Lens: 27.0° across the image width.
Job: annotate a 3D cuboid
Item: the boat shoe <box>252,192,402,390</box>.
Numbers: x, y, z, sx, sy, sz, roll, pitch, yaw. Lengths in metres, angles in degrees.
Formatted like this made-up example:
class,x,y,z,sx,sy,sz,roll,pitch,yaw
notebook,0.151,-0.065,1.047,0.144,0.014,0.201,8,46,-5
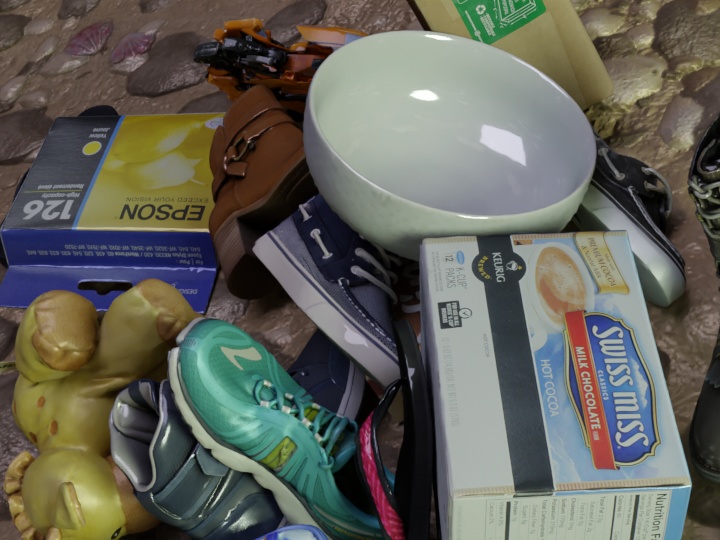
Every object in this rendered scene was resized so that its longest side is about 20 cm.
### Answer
class,x,y,z,sx,sy,sz,roll,pitch,yaw
boat shoe,0.000,0.000,1.020,0.093,0.075,0.200,-44,39,0

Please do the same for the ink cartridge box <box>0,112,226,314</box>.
class,x,y,z,sx,sy,sz,roll,pitch,yaw
ink cartridge box,-0.201,-0.054,1.280,0.195,0.047,0.201,1,46,15

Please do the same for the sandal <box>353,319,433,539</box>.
class,x,y,z,sx,sy,sz,roll,pitch,yaw
sandal,0.018,0.131,0.885,0.045,0.202,0.075,0,8,-2

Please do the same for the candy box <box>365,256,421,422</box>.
class,x,y,z,sx,sy,sz,roll,pitch,yaw
candy box,0.058,0.002,1.080,0.115,0.055,0.201,-22,42,15

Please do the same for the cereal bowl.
class,x,y,z,sx,sy,sz,roll,pitch,yaw
cereal bowl,0.053,-0.071,1.009,0.198,0.084,0.201,10,42,-9

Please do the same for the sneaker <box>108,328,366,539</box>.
class,x,y,z,sx,sy,sz,roll,pitch,yaw
sneaker,-0.082,0.089,1.006,0.077,0.146,0.203,-27,32,48

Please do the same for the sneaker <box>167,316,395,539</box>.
class,x,y,z,sx,sy,sz,roll,pitch,yaw
sneaker,-0.037,0.099,0.933,0.079,0.200,0.078,-15,38,48

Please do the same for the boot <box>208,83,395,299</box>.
class,x,y,z,sx,sy,sz,roll,pitch,yaw
boot,-0.053,-0.092,1.163,0.200,0.076,0.156,-51,36,33

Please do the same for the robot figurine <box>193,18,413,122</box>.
class,x,y,z,sx,sy,sz,roll,pitch,yaw
robot figurine,-0.037,-0.163,1.241,0.198,0.145,0.059,9,76,23

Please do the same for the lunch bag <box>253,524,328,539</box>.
class,x,y,z,sx,sy,sz,roll,pitch,yaw
lunch bag,-0.061,0.257,0.885,0.159,0.083,0.201,-21,44,10

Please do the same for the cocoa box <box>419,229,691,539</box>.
class,x,y,z,sx,sy,sz,roll,pitch,yaw
cocoa box,0.106,0.091,0.880,0.130,0.134,0.201,-3,44,-1

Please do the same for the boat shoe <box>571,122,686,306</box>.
class,x,y,z,sx,sy,sz,roll,pitch,yaw
boat shoe,0.180,-0.051,1.046,0.063,0.071,0.200,-33,39,0

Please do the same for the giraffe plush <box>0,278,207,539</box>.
class,x,y,z,sx,sy,sz,roll,pitch,yaw
giraffe plush,-0.189,0.122,1.056,0.198,0.173,0.164,-17,59,10

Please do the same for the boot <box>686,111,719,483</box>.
class,x,y,z,sx,sy,sz,roll,pitch,yaw
boot,0.222,0.003,0.886,0.069,0.175,0.201,4,52,34

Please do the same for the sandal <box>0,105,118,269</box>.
class,x,y,z,sx,sy,sz,roll,pitch,yaw
sandal,-0.289,-0.083,1.390,0.075,0.043,0.201,-2,49,30

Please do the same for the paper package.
class,x,y,z,sx,sy,sz,roll,pitch,yaw
paper package,0.089,-0.217,1.142,0.103,0.201,0.191,-31,28,5
